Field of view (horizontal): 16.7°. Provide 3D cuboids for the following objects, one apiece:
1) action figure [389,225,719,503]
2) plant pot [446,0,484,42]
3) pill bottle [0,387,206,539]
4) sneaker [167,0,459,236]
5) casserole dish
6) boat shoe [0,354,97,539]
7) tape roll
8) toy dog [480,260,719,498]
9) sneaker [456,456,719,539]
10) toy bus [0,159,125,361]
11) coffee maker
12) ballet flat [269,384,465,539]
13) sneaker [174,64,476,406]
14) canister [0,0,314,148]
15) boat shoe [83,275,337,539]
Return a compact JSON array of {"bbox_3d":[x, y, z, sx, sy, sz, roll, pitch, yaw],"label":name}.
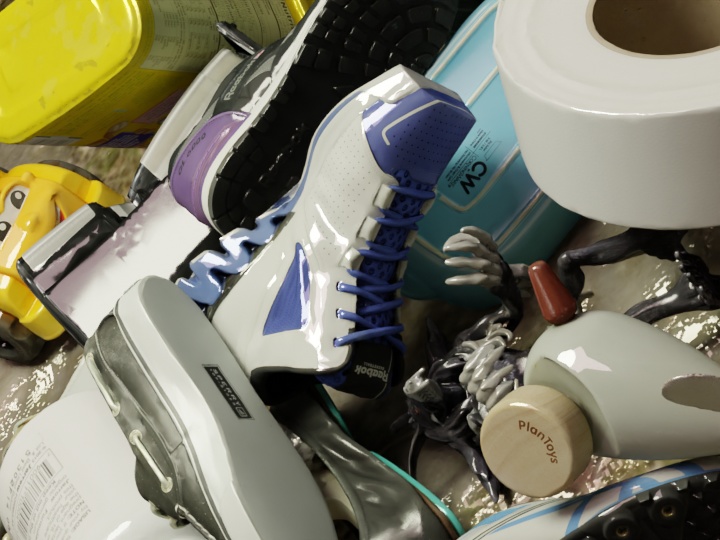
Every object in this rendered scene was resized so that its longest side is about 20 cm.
[{"bbox_3d":[0.080,0.032,1.227,0.200,0.102,0.119,-35,48,19],"label":"action figure"},{"bbox_3d":[0.063,-0.216,1.424,0.200,0.200,0.134,-30,60,27],"label":"plant pot"},{"bbox_3d":[-0.112,0.154,1.313,0.114,0.114,0.200,-49,36,1],"label":"pill bottle"},{"bbox_3d":[-0.034,-0.111,1.339,0.200,0.076,0.088,-49,35,-7],"label":"sneaker"},{"bbox_3d":[0.074,-0.073,1.331,0.121,0.039,0.200,37,87,18],"label":"casserole dish"},{"bbox_3d":[-0.172,0.112,1.464,0.075,0.068,0.200,-25,40,36],"label":"boat shoe"},{"bbox_3d":[0.168,-0.107,1.215,0.202,0.071,0.202,-12,36,9],"label":"tape roll"},{"bbox_3d":[0.144,0.036,1.076,0.200,0.096,0.132,-11,21,17],"label":"toy dog"},{"bbox_3d":[0.103,0.126,1.140,0.200,0.072,0.072,-27,31,25],"label":"sneaker"},{"bbox_3d":[-0.285,-0.041,1.635,0.200,0.192,0.136,-2,54,46],"label":"toy bus"},{"bbox_3d":[-0.078,-0.017,1.421,0.200,0.135,0.192,-50,35,-1],"label":"coffee maker"},{"bbox_3d":[-0.017,0.110,1.280,0.068,0.068,0.200,-29,31,-13],"label":"ballet flat"},{"bbox_3d":[-0.001,0.001,1.267,0.199,0.081,0.115,-46,59,20],"label":"sneaker"},{"bbox_3d":[-0.131,-0.132,1.526,0.149,0.200,0.087,-31,75,29],"label":"canister"},{"bbox_3d":[-0.077,0.097,1.236,0.064,0.071,0.200,-45,58,23],"label":"boat shoe"}]
